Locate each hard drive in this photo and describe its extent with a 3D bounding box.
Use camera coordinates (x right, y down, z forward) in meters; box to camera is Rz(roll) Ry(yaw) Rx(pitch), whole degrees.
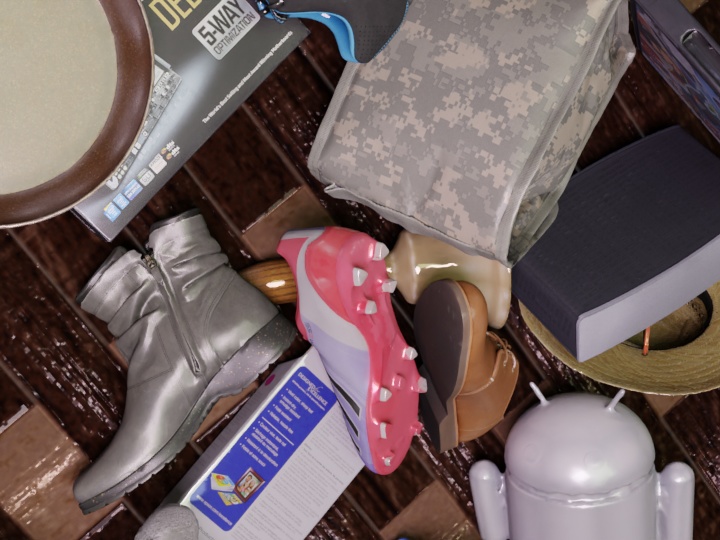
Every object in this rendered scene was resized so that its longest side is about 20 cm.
[{"bbox_3d":[0.205,-0.029,0.981,0.200,0.135,0.042,-31,146,-16],"label":"hard drive"}]

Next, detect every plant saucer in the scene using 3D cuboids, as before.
[{"bbox_3d":[-0.227,-0.126,0.785,0.199,0.032,0.201,-2,96,-19],"label":"plant saucer"}]

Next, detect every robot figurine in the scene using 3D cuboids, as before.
[{"bbox_3d":[0.168,0.178,0.985,0.169,0.113,0.201,-2,110,10],"label":"robot figurine"}]

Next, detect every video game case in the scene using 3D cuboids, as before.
[{"bbox_3d":[0.257,-0.114,0.903,0.025,0.200,0.181,-40,81,11],"label":"video game case"}]

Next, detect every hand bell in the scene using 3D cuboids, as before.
[{"bbox_3d":[0.000,0.000,0.939,0.199,0.104,0.105,-5,98,-8],"label":"hand bell"}]

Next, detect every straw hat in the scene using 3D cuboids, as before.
[{"bbox_3d":[0.224,0.038,1.009,0.201,0.201,0.085,-29,144,-16],"label":"straw hat"}]

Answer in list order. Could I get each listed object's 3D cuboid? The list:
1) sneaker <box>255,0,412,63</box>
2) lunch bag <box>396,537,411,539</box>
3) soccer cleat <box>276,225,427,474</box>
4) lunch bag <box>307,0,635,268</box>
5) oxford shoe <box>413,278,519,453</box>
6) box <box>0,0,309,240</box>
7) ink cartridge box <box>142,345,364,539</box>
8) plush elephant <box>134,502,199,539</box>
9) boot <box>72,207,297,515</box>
[{"bbox_3d":[-0.055,-0.206,0.821,0.199,0.073,0.082,27,92,-15],"label":"sneaker"},{"bbox_3d":[0.048,0.297,0.948,0.132,0.136,0.201,28,85,-22],"label":"lunch bag"},{"bbox_3d":[-0.006,0.056,0.907,0.067,0.076,0.201,-44,135,-39],"label":"soccer cleat"},{"bbox_3d":[0.075,-0.114,0.895,0.164,0.118,0.201,26,84,20],"label":"lunch bag"},{"bbox_3d":[0.079,0.060,0.920,0.071,0.200,0.072,-17,60,-8],"label":"oxford shoe"},{"bbox_3d":[-0.158,-0.146,0.859,0.200,0.050,0.158,-47,108,-10],"label":"box"},{"bbox_3d":[-0.058,0.141,0.945,0.095,0.037,0.200,44,82,-20],"label":"ink cartridge box"},{"bbox_3d":[-0.169,0.262,0.863,0.164,0.155,0.201,-28,97,-25],"label":"plush elephant"},{"bbox_3d":[-0.152,0.060,0.894,0.200,0.068,0.131,-44,94,-5],"label":"boot"}]
